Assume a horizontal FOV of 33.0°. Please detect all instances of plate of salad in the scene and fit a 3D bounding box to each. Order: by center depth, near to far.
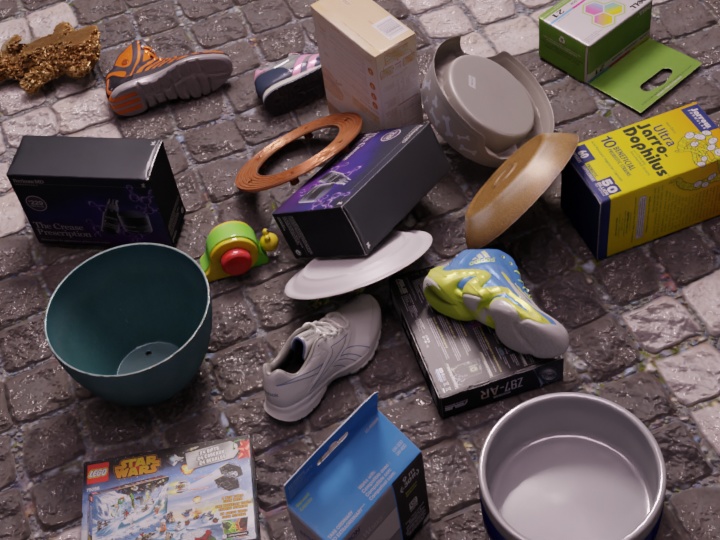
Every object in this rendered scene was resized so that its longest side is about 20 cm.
[{"bbox_3d":[0.000,0.000,1.536,0.198,0.048,0.200,-19,17,6],"label":"plate of salad"}]

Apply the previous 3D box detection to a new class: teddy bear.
[{"bbox_3d":[-0.499,-0.336,1.930,0.198,0.067,0.146,-13,39,5],"label":"teddy bear"}]

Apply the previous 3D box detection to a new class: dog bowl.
[{"bbox_3d":[0.227,0.236,1.311,0.198,0.079,0.202,-4,49,5],"label":"dog bowl"},{"bbox_3d":[0.171,-0.229,1.675,0.198,0.059,0.202,20,47,-23],"label":"dog bowl"}]

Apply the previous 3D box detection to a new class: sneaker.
[{"bbox_3d":[0.176,0.025,1.444,0.199,0.076,0.105,26,57,28],"label":"sneaker"},{"bbox_3d":[-0.043,0.094,1.468,0.074,0.088,0.200,25,56,30],"label":"sneaker"},{"bbox_3d":[-0.068,-0.309,1.830,0.198,0.071,0.082,-22,53,-13],"label":"sneaker"},{"bbox_3d":[-0.300,-0.317,1.866,0.198,0.078,0.113,-16,50,-5],"label":"sneaker"}]

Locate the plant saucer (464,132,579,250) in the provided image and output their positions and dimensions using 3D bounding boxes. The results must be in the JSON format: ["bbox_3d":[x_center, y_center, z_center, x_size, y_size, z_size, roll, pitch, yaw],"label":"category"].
[{"bbox_3d":[0.195,-0.110,1.548,0.035,0.200,0.201,42,59,-7],"label":"plant saucer"}]

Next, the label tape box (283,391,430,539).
[{"bbox_3d":[0.001,0.241,1.259,0.066,0.201,0.143,31,60,28],"label":"label tape box"}]

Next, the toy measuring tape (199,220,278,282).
[{"bbox_3d":[-0.205,-0.021,1.602,0.198,0.074,0.074,-15,49,-5],"label":"toy measuring tape"}]

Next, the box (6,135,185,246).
[{"bbox_3d":[-0.353,-0.105,1.639,0.198,0.142,0.079,3,49,11],"label":"box"}]

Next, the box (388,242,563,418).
[{"bbox_3d":[0.139,0.069,1.491,0.159,0.044,0.201,-18,49,-7],"label":"box"}]

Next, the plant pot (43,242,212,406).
[{"bbox_3d":[-0.267,0.087,1.474,0.198,0.135,0.202,-4,48,5],"label":"plant pot"}]

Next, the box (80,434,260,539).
[{"bbox_3d":[-0.215,0.268,1.374,0.198,0.040,0.138,-9,50,1],"label":"box"}]

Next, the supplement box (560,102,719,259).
[{"bbox_3d":[0.371,-0.117,1.574,0.198,0.110,0.109,-20,49,-10],"label":"supplement box"}]

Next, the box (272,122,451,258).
[{"bbox_3d":[0.003,-0.104,1.589,0.140,0.079,0.200,0,36,45],"label":"box"}]

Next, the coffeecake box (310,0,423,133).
[{"bbox_3d":[0.013,-0.272,1.699,0.073,0.201,0.153,-32,53,-19],"label":"coffeecake box"}]

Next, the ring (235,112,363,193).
[{"bbox_3d":[-0.083,-0.161,1.686,0.199,0.019,0.201,-24,22,10],"label":"ring"}]

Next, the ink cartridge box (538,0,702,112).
[{"bbox_3d":[0.382,-0.337,1.784,0.147,0.076,0.200,-37,53,-22],"label":"ink cartridge box"}]
